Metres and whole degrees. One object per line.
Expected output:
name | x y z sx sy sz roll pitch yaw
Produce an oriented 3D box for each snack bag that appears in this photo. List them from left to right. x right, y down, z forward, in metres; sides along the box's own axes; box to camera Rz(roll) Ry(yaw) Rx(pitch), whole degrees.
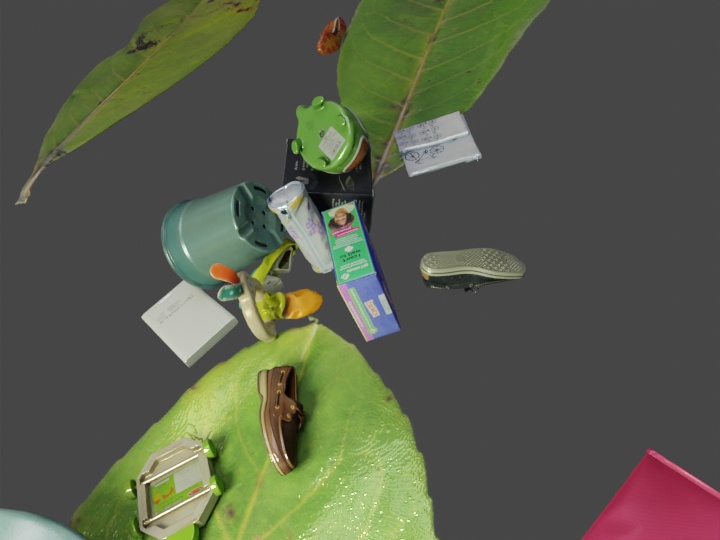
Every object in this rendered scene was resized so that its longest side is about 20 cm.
snack bag | 0.184 -0.312 1.331 0.186 0.022 0.201 -15 46 6

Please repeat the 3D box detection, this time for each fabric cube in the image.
fabric cube | 0.322 0.354 0.552 0.199 0.201 0.195 -41 48 -21

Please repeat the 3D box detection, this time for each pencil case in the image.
pencil case | -0.107 -0.086 1.107 0.083 0.201 0.091 -28 39 6

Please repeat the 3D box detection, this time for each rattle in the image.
rattle | -0.170 0.042 1.011 0.141 0.201 0.131 -6 47 14

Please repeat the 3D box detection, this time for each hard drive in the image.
hard drive | -0.365 0.105 1.147 0.199 0.027 0.132 30 64 38

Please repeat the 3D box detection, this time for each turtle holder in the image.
turtle holder | -0.066 -0.277 1.133 0.184 0.131 0.143 15 97 35

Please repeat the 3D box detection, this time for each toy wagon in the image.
toy wagon | -0.296 0.372 0.871 0.154 0.040 0.201 -27 47 -4

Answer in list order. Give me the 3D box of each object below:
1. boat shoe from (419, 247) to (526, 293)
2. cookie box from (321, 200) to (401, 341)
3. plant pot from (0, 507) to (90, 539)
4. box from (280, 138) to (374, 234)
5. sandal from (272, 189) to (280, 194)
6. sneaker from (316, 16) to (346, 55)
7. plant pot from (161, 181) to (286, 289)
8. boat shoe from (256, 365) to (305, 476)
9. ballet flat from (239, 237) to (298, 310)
boat shoe | 0.208 0.002 1.011 0.197 0.063 0.075 -2 42 -2
cookie box | 0.000 0.000 1.010 0.074 0.172 0.201 -20 45 4
plant pot | -0.462 0.457 0.757 0.197 0.198 0.197 -3 47 4
box | -0.074 -0.190 1.212 0.197 0.118 0.198 2 47 -4
sandal | -0.152 -0.169 1.305 0.080 0.054 0.200 32 49 24
sneaker | -0.107 -0.793 1.856 0.077 0.073 0.201 -15 37 37
plant pot | -0.272 -0.082 1.120 0.195 0.200 0.202 -18 41 35
boat shoe | -0.129 0.241 0.906 0.067 0.072 0.201 -21 43 3
ballet flat | -0.188 0.006 1.150 0.066 0.067 0.201 13 53 13
